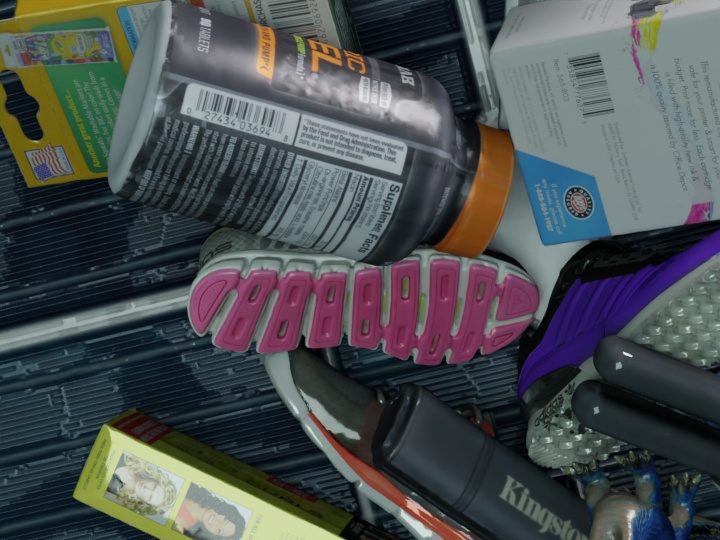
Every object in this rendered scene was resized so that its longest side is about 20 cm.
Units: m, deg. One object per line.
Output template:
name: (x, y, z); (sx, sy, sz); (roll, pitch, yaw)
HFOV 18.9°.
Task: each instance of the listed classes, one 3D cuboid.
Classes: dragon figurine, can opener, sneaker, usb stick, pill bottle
dragon figurine: (0.151, 0.156, 1.142); (0.059, 0.200, 0.100); (-12, 66, 25)
can opener: (0.207, 0.094, 1.102); (0.200, 0.067, 0.053); (21, 106, -14)
sneaker: (0.149, 0.015, 1.162); (0.070, 0.100, 0.200); (21, 132, -34)
usb stick: (0.089, 0.131, 1.176); (0.200, 0.055, 0.033); (36, 144, -19)
pill bottle: (-0.023, -0.064, 1.127); (0.200, 0.106, 0.106); (15, 98, -15)
sneaker: (0.000, 0.000, 1.210); (0.200, 0.087, 0.074); (1, 124, -12)
sneaker: (0.034, 0.098, 1.220); (0.200, 0.077, 0.082); (42, 90, -8)

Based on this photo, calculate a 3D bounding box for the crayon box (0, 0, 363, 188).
crayon box: (-0.104, -0.118, 1.185); (0.200, 0.052, 0.126); (-8, 136, 9)

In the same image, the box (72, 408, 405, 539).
box: (-0.058, 0.145, 1.232); (0.200, 0.075, 0.050); (24, 96, 7)

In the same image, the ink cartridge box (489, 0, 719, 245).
ink cartridge box: (0.179, -0.090, 1.114); (0.200, 0.068, 0.115); (-8, 116, 21)

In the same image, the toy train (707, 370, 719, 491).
toy train: (0.263, 0.043, 1.169); (0.114, 0.087, 0.200); (22, 98, 0)

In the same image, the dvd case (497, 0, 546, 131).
dvd case: (0.154, -0.171, 1.175); (0.150, 0.025, 0.200); (4, 96, 14)
